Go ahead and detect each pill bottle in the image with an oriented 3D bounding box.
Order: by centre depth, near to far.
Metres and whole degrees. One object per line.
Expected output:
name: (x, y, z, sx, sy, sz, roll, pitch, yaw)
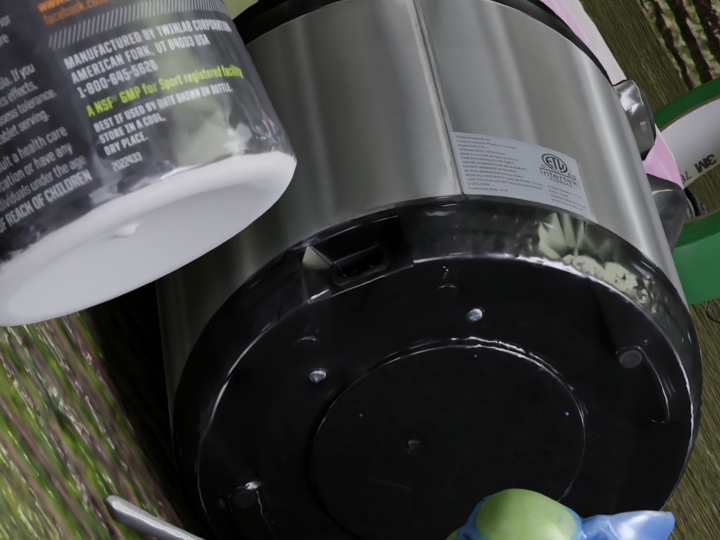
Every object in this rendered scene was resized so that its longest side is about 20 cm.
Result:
pill bottle: (-0.104, -0.094, 0.849, 0.201, 0.106, 0.106, 65, 13, 10)

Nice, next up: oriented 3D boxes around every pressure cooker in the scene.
pressure cooker: (0.018, -0.004, 0.991, 0.176, 0.178, 0.200, 49, 18, -37)

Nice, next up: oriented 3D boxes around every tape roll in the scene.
tape roll: (0.243, -0.059, 1.962, 0.048, 0.200, 0.201, 57, 13, -26)

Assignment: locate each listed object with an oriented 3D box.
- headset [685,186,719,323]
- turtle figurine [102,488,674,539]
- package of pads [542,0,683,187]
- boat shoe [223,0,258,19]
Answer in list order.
headset: (0.233, -0.034, 2.120, 0.200, 0.094, 0.123, 56, 9, 25)
turtle figurine: (0.007, 0.154, 0.857, 0.144, 0.199, 0.195, 41, -33, 58)
package of pads: (0.072, -0.091, 1.526, 0.200, 0.120, 0.076, 53, 15, -38)
boat shoe: (-0.080, -0.096, 1.070, 0.063, 0.074, 0.201, 21, -8, 43)
